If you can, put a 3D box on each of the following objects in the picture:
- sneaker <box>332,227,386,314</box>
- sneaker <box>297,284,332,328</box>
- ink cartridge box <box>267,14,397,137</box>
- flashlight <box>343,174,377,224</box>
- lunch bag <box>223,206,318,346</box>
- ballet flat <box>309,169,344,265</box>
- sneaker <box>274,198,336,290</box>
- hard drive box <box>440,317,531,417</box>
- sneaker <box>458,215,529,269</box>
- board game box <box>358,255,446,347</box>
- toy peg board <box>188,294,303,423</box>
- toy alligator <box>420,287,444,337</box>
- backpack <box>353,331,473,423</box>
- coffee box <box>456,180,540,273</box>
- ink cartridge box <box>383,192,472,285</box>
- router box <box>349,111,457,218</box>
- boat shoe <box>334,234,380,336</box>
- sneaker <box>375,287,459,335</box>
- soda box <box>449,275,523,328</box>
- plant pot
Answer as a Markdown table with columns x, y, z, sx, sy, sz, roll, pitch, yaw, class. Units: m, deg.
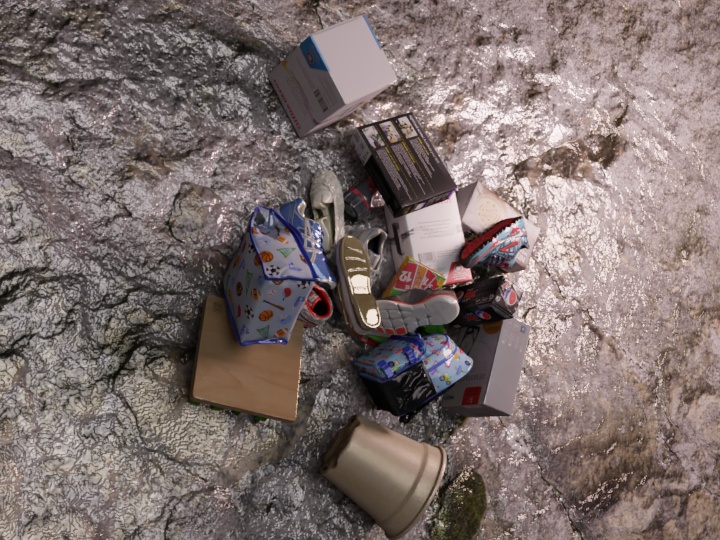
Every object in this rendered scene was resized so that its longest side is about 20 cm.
| x | y | z | sx | sy | sz | roll | pitch | yaw | class |
| --- | --- | --- | --- | --- | --- | --- | --- | --- | --- |
| 0.000 | 0.000 | 1.680 | 0.074 | 0.087 | 0.201 | 20 | 72 | -28 | sneaker |
| -0.134 | 0.024 | 1.585 | 0.202 | 0.108 | 0.067 | 50 | 61 | -12 | sneaker |
| -0.060 | -0.384 | 1.655 | 0.146 | 0.200 | 0.147 | -31 | 96 | -32 | ink cartridge box |
| 0.034 | -0.182 | 1.743 | 0.068 | 0.068 | 0.200 | 44 | 64 | 5 | flashlight |
| -0.171 | 0.007 | 1.482 | 0.123 | 0.171 | 0.200 | 4 | 39 | -33 | lunch bag |
| -0.067 | -0.111 | 1.665 | 0.071 | 0.072 | 0.201 | -6 | 83 | -30 | ballet flat |
| -0.100 | -0.052 | 1.600 | 0.077 | 0.076 | 0.201 | -34 | 79 | 2 | sneaker |
| 0.265 | 0.203 | 1.752 | 0.077 | 0.156 | 0.201 | 25 | 68 | -23 | hard drive box |
| 0.296 | -0.041 | 1.770 | 0.200 | 0.079 | 0.096 | -30 | 102 | -31 | sneaker |
| 0.084 | 0.078 | 1.692 | 0.095 | 0.030 | 0.201 | 27 | 102 | -21 | board game box |
| -0.221 | 0.176 | 1.530 | 0.199 | 0.098 | 0.200 | 19 | 56 | -26 | toy peg board |
| 0.149 | 0.130 | 1.737 | 0.054 | 0.059 | 0.201 | -4 | 112 | 3 | toy alligator |
| 0.111 | 0.189 | 1.631 | 0.199 | 0.182 | 0.135 | -30 | 99 | -14 | backpack |
| 0.297 | -0.094 | 1.871 | 0.200 | 0.080 | 0.115 | 35 | 66 | -20 | coffee box |
| 0.143 | -0.063 | 1.775 | 0.144 | 0.084 | 0.201 | -8 | 85 | -30 | ink cartridge box |
| 0.089 | -0.221 | 1.717 | 0.149 | 0.051 | 0.201 | -20 | 73 | -28 | router box |
| -0.020 | 0.030 | 1.610 | 0.074 | 0.068 | 0.201 | 9 | 59 | -39 | boat shoe |
| 0.100 | 0.073 | 1.645 | 0.082 | 0.199 | 0.077 | -70 | 154 | -60 | sneaker |
| 0.249 | 0.069 | 1.742 | 0.063 | 0.200 | 0.071 | 35 | 65 | -20 | soda box |
| 0.032 | 0.376 | 1.581 | 0.183 | 0.200 | 0.201 | 34 | 65 | -7 | plant pot |
